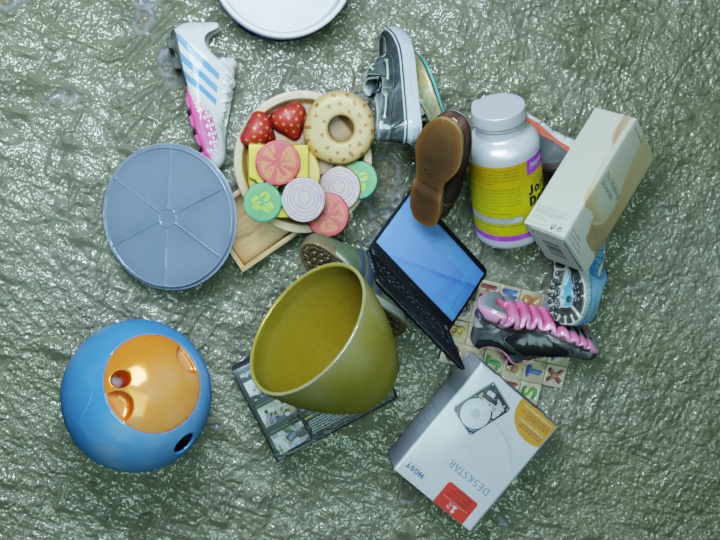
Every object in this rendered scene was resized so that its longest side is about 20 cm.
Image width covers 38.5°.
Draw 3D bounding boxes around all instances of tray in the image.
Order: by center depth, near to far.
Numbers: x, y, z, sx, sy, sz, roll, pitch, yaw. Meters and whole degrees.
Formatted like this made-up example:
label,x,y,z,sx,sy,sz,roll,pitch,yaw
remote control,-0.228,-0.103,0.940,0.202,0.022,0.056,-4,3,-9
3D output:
label,x,y,z,sx,sy,sz,roll,pitch,yaw
tray,-0.112,-0.097,1.455,0.199,0.037,0.099,-34,99,-3

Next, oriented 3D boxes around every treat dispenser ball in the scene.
label,x,y,z,sx,sy,sz,roll,pitch,yaw
treat dispenser ball,-0.299,0.167,1.377,0.198,0.201,0.204,-1,97,-7

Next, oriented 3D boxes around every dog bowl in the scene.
label,x,y,z,sx,sy,sz,roll,pitch,yaw
dog bowl,-0.107,-0.415,1.397,0.197,0.079,0.203,-1,97,-8

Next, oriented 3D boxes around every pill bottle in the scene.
label,x,y,z,sx,sy,sz,roll,pitch,yaw
pill bottle,0.199,-0.137,1.421,0.103,0.105,0.202,-17,126,-5

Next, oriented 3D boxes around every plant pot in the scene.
label,x,y,z,sx,sy,sz,roll,pitch,yaw
plant pot,-0.029,0.112,1.376,0.200,0.200,0.142,-49,123,0

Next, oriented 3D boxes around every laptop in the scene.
label,x,y,z,sx,sy,sz,roll,pitch,yaw
laptop,0.103,0.008,1.413,0.103,0.200,0.177,-42,107,10

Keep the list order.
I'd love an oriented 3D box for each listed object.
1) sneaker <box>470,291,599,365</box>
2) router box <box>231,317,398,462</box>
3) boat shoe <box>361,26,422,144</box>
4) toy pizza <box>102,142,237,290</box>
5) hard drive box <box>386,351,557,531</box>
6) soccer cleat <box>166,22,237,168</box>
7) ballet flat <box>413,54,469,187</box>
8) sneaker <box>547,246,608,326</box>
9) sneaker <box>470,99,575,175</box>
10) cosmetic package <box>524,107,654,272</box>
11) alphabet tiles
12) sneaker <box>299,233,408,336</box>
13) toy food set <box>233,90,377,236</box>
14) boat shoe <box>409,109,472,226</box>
label,x,y,z,sx,sy,sz,roll,pitch,yaw
sneaker,0.251,0.102,1.511,0.198,0.079,0.096,18,116,-9
router box,-0.066,0.161,1.482,0.198,0.051,0.150,-27,97,-4
boat shoe,0.037,-0.256,1.392,0.070,0.072,0.202,-1,53,-9
toy pizza,-0.261,-0.074,1.421,0.198,0.032,0.203,2,98,13
hard drive box,0.162,0.249,1.508,0.155,0.077,0.201,39,93,-10
soccer cleat,-0.202,-0.242,1.408,0.085,0.070,0.202,-15,98,-5
ballet flat,0.097,-0.203,1.454,0.070,0.071,0.202,-26,102,-4
sneaker,0.323,-0.016,1.512,0.090,0.078,0.203,17,79,-50
sneaker,0.238,-0.177,1.475,0.198,0.077,0.083,27,99,-9
cosmetic package,0.319,-0.111,1.428,0.201,0.071,0.105,-58,139,-9
alphabet tiles,0.221,0.108,1.537,0.198,0.006,0.168,13,95,-9
sneaker,0.000,0.000,1.451,0.200,0.067,0.090,43,46,-22
toy food set,-0.074,-0.146,1.412,0.197,0.049,0.201,-1,97,-8
boat shoe,0.112,-0.145,1.375,0.070,0.201,0.070,39,58,15
